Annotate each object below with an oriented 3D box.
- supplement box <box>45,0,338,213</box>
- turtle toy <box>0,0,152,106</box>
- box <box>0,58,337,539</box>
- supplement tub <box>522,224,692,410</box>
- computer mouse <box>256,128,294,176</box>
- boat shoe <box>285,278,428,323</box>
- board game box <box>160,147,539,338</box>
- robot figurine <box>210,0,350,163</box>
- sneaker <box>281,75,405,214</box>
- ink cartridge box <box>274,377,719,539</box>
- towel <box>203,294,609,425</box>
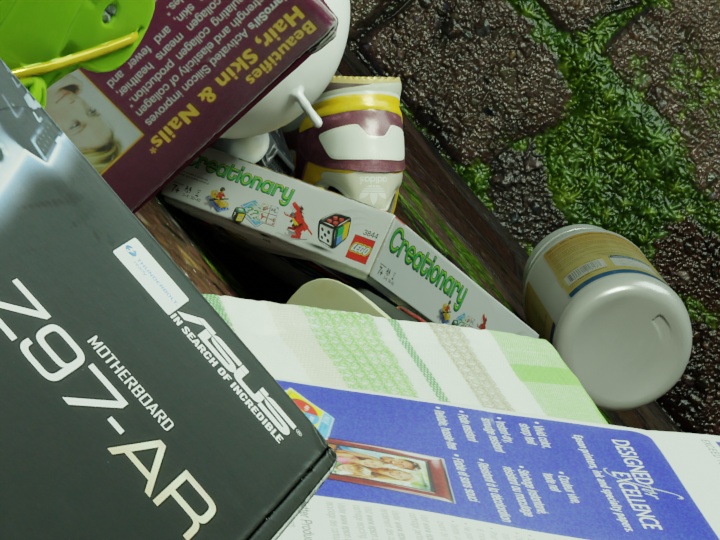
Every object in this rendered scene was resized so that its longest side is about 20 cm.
[{"bbox_3d":[-0.123,-0.136,0.753,0.200,0.131,0.103,47,8,-21],"label":"supplement box"},{"bbox_3d":[-0.126,-0.107,0.593,0.101,0.147,0.200,28,-2,24],"label":"turtle toy"},{"bbox_3d":[-0.104,0.002,0.383,0.200,0.043,0.160,49,21,1],"label":"box"},{"bbox_3d":[0.248,0.042,1.952,0.145,0.144,0.200,46,8,-21],"label":"supplement tub"},{"bbox_3d":[-0.085,-0.095,1.088,0.139,0.052,0.201,55,11,-41],"label":"computer mouse"},{"bbox_3d":[0.040,0.082,0.824,0.202,0.074,0.063,48,14,32],"label":"boat shoe"},{"bbox_3d":[0.000,0.000,0.962,0.125,0.035,0.200,21,-8,29],"label":"board game box"},{"bbox_3d":[-0.083,-0.132,0.908,0.199,0.113,0.171,29,-38,42],"label":"robot figurine"},{"bbox_3d":[-0.021,-0.054,1.158,0.200,0.074,0.091,132,-43,-75],"label":"sneaker"},{"bbox_3d":[0.043,0.088,0.524,0.198,0.047,0.198,10,15,-8],"label":"ink cartridge box"},{"bbox_3d":[0.032,0.075,0.710,0.199,0.031,0.150,9,36,-39],"label":"towel"}]
